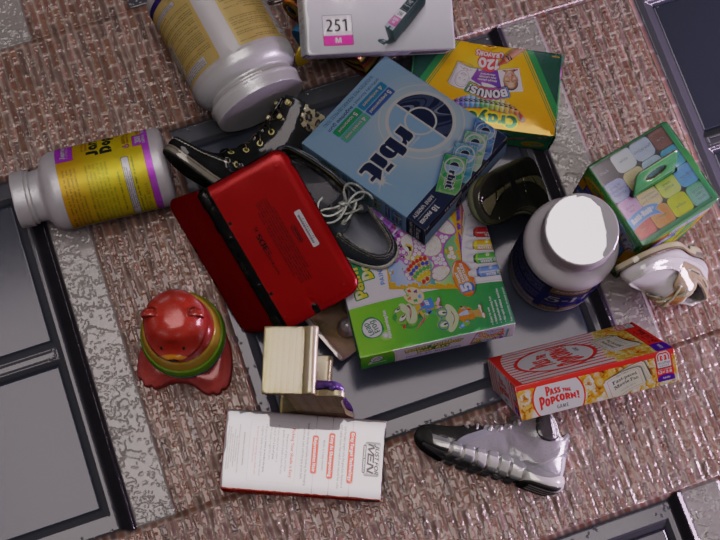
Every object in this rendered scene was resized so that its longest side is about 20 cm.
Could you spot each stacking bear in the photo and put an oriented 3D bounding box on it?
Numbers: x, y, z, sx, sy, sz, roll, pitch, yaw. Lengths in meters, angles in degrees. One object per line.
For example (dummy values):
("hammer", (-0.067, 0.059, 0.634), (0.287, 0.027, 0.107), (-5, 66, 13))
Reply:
("stacking bear", (-0.219, 0.078, 1.640), (0.121, 0.200, 0.114), (6, 76, 0))

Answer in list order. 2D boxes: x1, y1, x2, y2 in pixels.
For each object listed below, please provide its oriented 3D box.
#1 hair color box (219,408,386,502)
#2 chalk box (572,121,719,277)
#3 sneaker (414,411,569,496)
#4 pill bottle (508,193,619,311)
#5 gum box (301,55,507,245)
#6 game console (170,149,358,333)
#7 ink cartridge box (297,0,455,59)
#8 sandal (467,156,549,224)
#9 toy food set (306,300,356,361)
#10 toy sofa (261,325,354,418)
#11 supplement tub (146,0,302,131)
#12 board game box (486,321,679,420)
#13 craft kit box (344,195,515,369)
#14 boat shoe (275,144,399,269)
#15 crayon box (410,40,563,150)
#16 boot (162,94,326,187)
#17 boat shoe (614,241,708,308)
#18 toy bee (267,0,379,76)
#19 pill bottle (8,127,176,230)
("hair color box", (-0.071, 0.231, 1.681), (0.199, 0.061, 0.102), (5, 76, 0))
("chalk box", (0.358, -0.094, 1.703), (0.125, 0.200, 0.124), (-30, 79, -9))
("sneaker", (0.171, 0.201, 1.699), (0.200, 0.075, 0.116), (20, 72, -8))
("pill bottle", (0.256, -0.025, 1.683), (0.119, 0.200, 0.120), (0, 77, -2))
("gum box", (0.056, -0.155, 1.709), (0.200, 0.045, 0.170), (36, 71, 18))
("game console", (-0.121, -0.033, 1.669), (0.172, 0.119, 0.200), (-29, 102, 3))
("ink cartridge box", (0.018, -0.365, 1.744), (0.199, 0.044, 0.174), (-5, 92, -12))
("sandal", (0.183, -0.098, 1.722), (0.057, 0.201, 0.080), (-19, 86, 37))
("toy food set", (0.000, 0.000, 1.736), (0.200, 0.060, 0.144), (-40, 81, -14))
("toy sofa", (-0.059, 0.125, 1.637), (0.097, 0.200, 0.083), (1, 76, 5))
("supplement tub", (-0.175, -0.298, 1.761), (0.145, 0.145, 0.200), (-27, 79, -8))
("board game box", (0.272, 0.123, 1.672), (0.200, 0.152, 0.046), (-14, 101, -6))
("craft kit box", (0.072, 0.006, 1.682), (0.197, 0.049, 0.200), (-14, 66, -2))
("boat shoe", (-0.032, -0.081, 1.663), (0.075, 0.062, 0.200), (-40, 77, -20))
("crayon box", (0.163, -0.236, 1.803), (0.199, 0.058, 0.119), (7, 76, 0))
("boot", (-0.140, -0.163, 1.726), (0.203, 0.073, 0.154), (29, 84, -30))
("boat shoe", (0.389, 0.009, 1.694), (0.075, 0.200, 0.069), (-29, 73, 35))
("toy bee", (-0.065, -0.334, 1.794), (0.200, 0.109, 0.131), (15, 78, 1))
("pill bottle", (-0.343, -0.112, 1.731), (0.200, 0.104, 0.104), (-14, 77, -6))
